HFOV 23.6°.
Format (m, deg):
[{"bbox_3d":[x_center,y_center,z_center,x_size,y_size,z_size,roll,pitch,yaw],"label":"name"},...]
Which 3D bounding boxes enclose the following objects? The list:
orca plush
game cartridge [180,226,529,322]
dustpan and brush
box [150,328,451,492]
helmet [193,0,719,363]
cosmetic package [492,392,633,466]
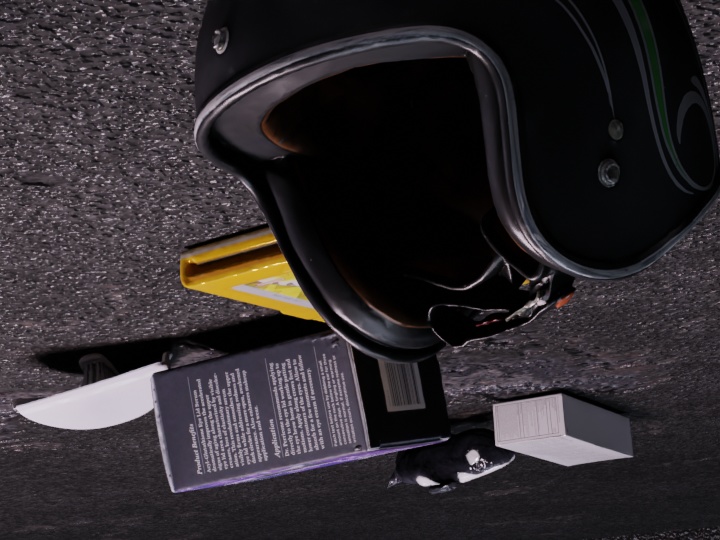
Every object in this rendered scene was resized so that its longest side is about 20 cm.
[{"bbox_3d":[0.088,0.192,1.919,0.105,0.071,0.200,-33,-170,-22],"label":"orca plush"},{"bbox_3d":[0.000,0.000,1.237,0.176,0.032,0.200,-14,160,32],"label":"game cartridge"},{"bbox_3d":[-0.222,0.108,1.540,0.140,0.057,0.200,-17,157,1],"label":"dustpan and brush"},{"bbox_3d":[-0.050,0.115,1.447,0.200,0.104,0.148,-16,171,29],"label":"box"},{"bbox_3d":[0.035,-0.076,0.689,0.200,0.191,0.200,-33,-175,4],"label":"helmet"},{"bbox_3d":[0.224,0.175,1.880,0.083,0.051,0.200,-10,164,27],"label":"cosmetic package"}]
